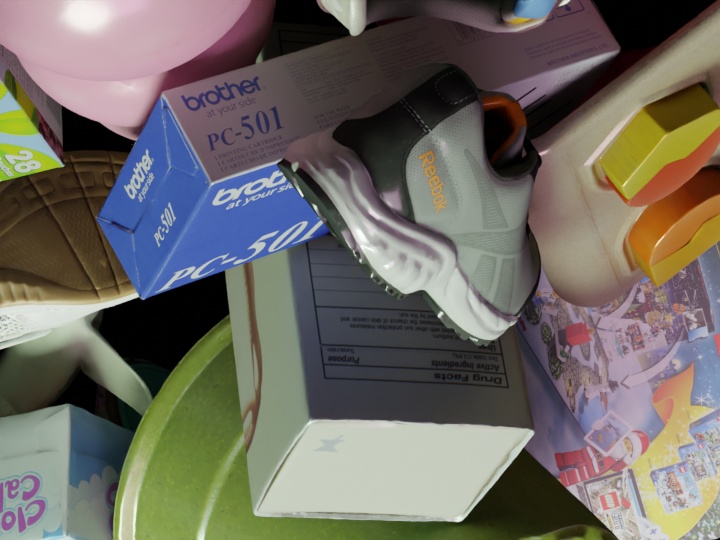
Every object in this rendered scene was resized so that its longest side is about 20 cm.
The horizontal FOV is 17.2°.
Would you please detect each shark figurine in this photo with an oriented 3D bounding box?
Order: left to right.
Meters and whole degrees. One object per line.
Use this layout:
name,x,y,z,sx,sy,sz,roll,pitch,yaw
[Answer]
shark figurine,-0.174,0.039,1.187,0.128,0.090,0.214,44,121,-13

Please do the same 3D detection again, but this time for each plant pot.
plant pot,0.020,0.129,1.105,0.199,0.190,0.201,-22,126,-34

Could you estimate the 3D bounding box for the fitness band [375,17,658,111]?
fitness band,0.089,-0.123,0.998,0.143,0.038,0.200,-30,142,34

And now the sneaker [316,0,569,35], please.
sneaker,0.074,-0.129,0.861,0.199,0.090,0.075,-14,137,-6

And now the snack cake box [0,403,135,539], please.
snack cake box,-0.140,0.131,1.199,0.114,0.068,0.200,-11,158,25

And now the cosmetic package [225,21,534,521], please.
cosmetic package,0.000,0.000,1.023,0.103,0.201,0.087,5,146,-19

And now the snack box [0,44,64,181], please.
snack box,-0.230,-0.097,0.941,0.168,0.068,0.200,-12,151,10

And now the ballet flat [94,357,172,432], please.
ballet flat,-0.100,0.104,1.330,0.071,0.070,0.200,-4,157,36

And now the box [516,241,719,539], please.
box,0.133,0.044,1.165,0.136,0.038,0.201,-16,110,5

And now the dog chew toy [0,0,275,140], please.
dog chew toy,-0.087,-0.112,0.902,0.124,0.125,0.200,-8,159,2

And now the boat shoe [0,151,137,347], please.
boat shoe,-0.164,-0.001,1.065,0.199,0.071,0.069,-14,164,-21

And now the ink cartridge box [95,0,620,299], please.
ink cartridge box,0.000,-0.056,0.945,0.199,0.044,0.094,-20,161,-32

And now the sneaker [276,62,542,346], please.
sneaker,0.041,-0.026,0.900,0.079,0.074,0.200,-41,162,7

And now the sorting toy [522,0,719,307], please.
sorting toy,0.161,-0.062,1.026,0.200,0.037,0.185,-33,156,1
